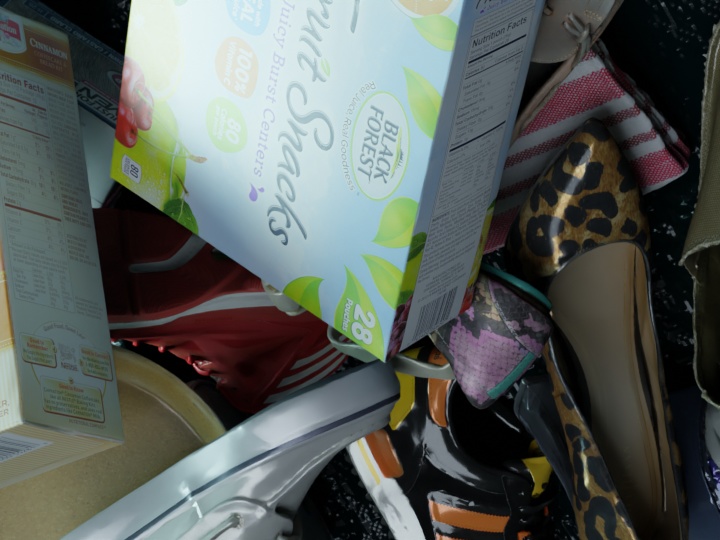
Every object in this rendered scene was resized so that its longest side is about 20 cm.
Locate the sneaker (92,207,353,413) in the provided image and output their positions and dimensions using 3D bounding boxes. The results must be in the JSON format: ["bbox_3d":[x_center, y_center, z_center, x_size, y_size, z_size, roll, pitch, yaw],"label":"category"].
[{"bbox_3d":[-0.091,0.033,1.186,0.198,0.079,0.116,-2,135,-8],"label":"sneaker"}]

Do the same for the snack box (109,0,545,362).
[{"bbox_3d":[-0.016,-0.091,1.000,0.168,0.068,0.201,34,133,26],"label":"snack box"}]

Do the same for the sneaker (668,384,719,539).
[{"bbox_3d":[0.179,0.067,1.135,0.145,0.081,0.201,6,128,13],"label":"sneaker"}]

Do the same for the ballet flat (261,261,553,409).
[{"bbox_3d":[0.000,0.000,1.104,0.199,0.071,0.069,34,173,35],"label":"ballet flat"}]

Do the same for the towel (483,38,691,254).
[{"bbox_3d":[0.041,-0.088,1.095,0.146,0.030,0.200,-21,127,32],"label":"towel"}]

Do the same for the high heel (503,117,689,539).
[{"bbox_3d":[0.121,0.042,1.080,0.071,0.143,0.201,-14,134,-18],"label":"high heel"}]

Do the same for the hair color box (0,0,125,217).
[{"bbox_3d":[-0.181,-0.033,1.225,0.100,0.061,0.201,32,126,-1],"label":"hair color box"}]

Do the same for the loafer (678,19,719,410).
[{"bbox_3d":[0.179,-0.025,1.047,0.076,0.067,0.202,-3,92,41],"label":"loafer"}]

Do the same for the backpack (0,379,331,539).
[{"bbox_3d":[-0.114,0.140,1.240,0.153,0.176,0.200,-41,100,18],"label":"backpack"}]

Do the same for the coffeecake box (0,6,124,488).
[{"bbox_3d":[-0.199,0.000,1.101,0.153,0.073,0.202,-21,68,29],"label":"coffeecake box"}]

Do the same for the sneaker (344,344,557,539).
[{"bbox_3d":[0.069,0.125,1.220,0.090,0.070,0.201,-22,109,34],"label":"sneaker"}]

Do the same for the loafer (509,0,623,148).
[{"bbox_3d":[0.065,-0.095,1.012,0.071,0.063,0.200,21,137,-7],"label":"loafer"}]

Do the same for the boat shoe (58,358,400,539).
[{"bbox_3d":[-0.058,0.110,1.077,0.199,0.072,0.066,-32,86,12],"label":"boat shoe"}]

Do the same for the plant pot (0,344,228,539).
[{"bbox_3d":[-0.138,0.131,1.142,0.198,0.027,0.202,0,91,10],"label":"plant pot"}]
